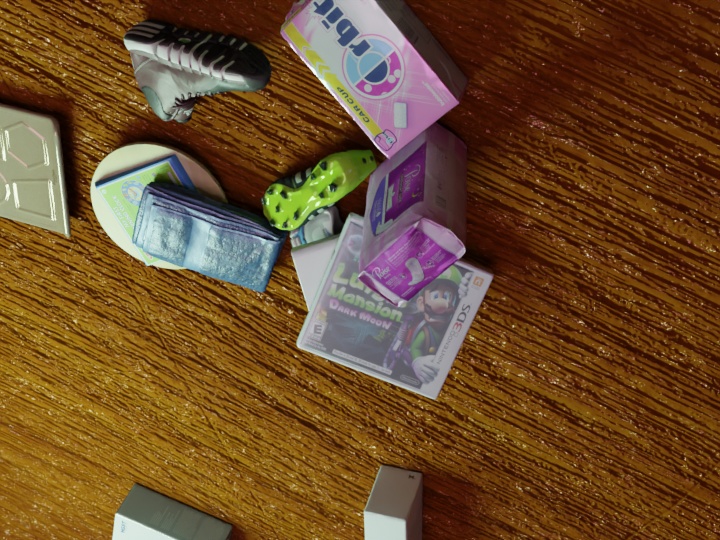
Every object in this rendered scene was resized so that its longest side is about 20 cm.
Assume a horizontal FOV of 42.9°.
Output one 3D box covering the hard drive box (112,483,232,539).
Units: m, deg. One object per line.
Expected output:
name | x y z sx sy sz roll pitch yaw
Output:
hard drive box | -0.343 0.496 1.655 0.197 0.077 0.158 21 127 6

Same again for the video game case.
video game case | 0.042 0.048 1.147 0.197 0.023 0.185 21 105 -10

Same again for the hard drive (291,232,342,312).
hard drive | 0.024 0.008 1.158 0.196 0.027 0.134 -16 108 2

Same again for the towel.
towel | -0.203 -0.041 1.226 0.196 0.049 0.113 19 126 -8

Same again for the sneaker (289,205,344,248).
sneaker | 0.000 0.000 1.196 0.086 0.075 0.200 -35 107 27

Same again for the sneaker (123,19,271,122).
sneaker | -0.194 -0.227 1.120 0.197 0.076 0.117 21 134 19

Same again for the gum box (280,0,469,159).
gum box | 0.014 -0.243 1.026 0.113 0.066 0.200 -34 106 33

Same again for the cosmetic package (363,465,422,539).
cosmetic package | 0.053 0.418 1.438 0.070 0.102 0.203 9 125 15

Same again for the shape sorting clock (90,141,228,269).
shape sorting clock | -0.273 -0.087 1.256 0.195 0.040 0.203 3 126 4

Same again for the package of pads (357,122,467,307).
package of pads | 0.062 -0.069 1.038 0.075 0.202 0.120 34 126 -21

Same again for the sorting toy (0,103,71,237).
sorting toy | -0.495 -0.154 1.301 0.196 0.037 0.188 18 127 14

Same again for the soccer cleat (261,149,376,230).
soccer cleat | -0.054 -0.100 1.150 0.199 0.080 0.069 -20 92 52
